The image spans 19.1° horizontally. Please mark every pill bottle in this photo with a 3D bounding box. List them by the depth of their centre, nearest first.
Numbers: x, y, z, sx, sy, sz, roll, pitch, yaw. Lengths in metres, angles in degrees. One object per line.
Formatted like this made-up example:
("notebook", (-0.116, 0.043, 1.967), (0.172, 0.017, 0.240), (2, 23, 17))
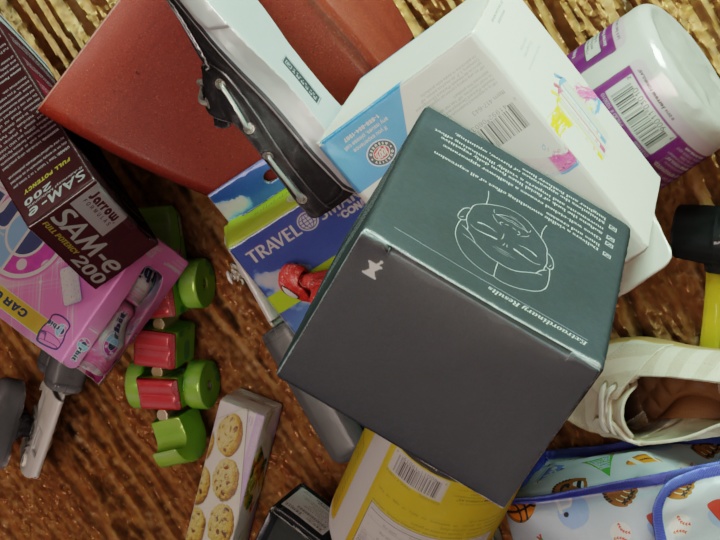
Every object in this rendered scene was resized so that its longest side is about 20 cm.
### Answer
("pill bottle", (0.148, -0.084, 1.468), (0.200, 0.112, 0.112), (-35, 89, 23))
("pill bottle", (0.043, 0.154, 1.470), (0.112, 0.112, 0.200), (33, 131, 11))

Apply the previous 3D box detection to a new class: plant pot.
("plant pot", (-0.077, -0.156, 1.500), (0.176, 0.200, 0.200), (39, 112, -7))

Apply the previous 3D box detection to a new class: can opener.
("can opener", (-0.041, 0.046, 1.594), (0.066, 0.053, 0.200), (-25, 93, 22))
("can opener", (-0.246, 0.069, 1.662), (0.067, 0.053, 0.200), (11, 109, -26))

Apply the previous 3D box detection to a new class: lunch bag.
("lunch bag", (0.217, 0.206, 1.493), (0.200, 0.124, 0.170), (-9, 102, 25))

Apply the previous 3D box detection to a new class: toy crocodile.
("toy crocodile", (-0.150, 0.050, 1.629), (0.067, 0.062, 0.201), (1, 101, 19))

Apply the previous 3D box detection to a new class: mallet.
("mallet", (0.237, 0.048, 1.507), (0.066, 0.041, 0.201), (15, 110, 17))

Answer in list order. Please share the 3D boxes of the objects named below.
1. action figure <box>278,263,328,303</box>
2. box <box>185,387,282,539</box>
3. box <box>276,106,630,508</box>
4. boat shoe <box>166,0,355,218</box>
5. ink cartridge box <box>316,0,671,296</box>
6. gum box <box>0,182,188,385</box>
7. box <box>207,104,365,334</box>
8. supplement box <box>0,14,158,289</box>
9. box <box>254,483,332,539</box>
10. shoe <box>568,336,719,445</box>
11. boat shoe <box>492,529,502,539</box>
("action figure", (0.031, 0.045, 1.393), (0.200, 0.065, 0.052), (30, 127, 18))
("box", (-0.107, 0.191, 1.656), (0.041, 0.039, 0.200), (21, 108, 16))
("box", (0.059, 0.015, 1.218), (0.148, 0.200, 0.107), (31, 116, -2))
("boat shoe", (-0.074, -0.120, 1.373), (0.068, 0.072, 0.200), (-37, 102, 22))
("ink cartridge box", (0.094, -0.059, 1.359), (0.128, 0.125, 0.200), (-34, 103, 23))
("gum box", (-0.233, -0.012, 1.594), (0.200, 0.066, 0.114), (33, 86, 30))
("box", (0.000, 0.000, 1.460), (0.122, 0.048, 0.200), (-33, 115, 11))
("supplement box", (-0.230, -0.093, 1.523), (0.061, 0.109, 0.200), (-36, 58, 2))
("box", (-0.028, 0.281, 1.612), (0.159, 0.046, 0.200), (36, 126, 14))
("shoe", (0.209, 0.084, 1.487), (0.200, 0.053, 0.070), (-6, 105, 40))
("boat shoe", (0.055, 0.160, 1.578), (0.071, 0.064, 0.200), (-21, 94, 22))
